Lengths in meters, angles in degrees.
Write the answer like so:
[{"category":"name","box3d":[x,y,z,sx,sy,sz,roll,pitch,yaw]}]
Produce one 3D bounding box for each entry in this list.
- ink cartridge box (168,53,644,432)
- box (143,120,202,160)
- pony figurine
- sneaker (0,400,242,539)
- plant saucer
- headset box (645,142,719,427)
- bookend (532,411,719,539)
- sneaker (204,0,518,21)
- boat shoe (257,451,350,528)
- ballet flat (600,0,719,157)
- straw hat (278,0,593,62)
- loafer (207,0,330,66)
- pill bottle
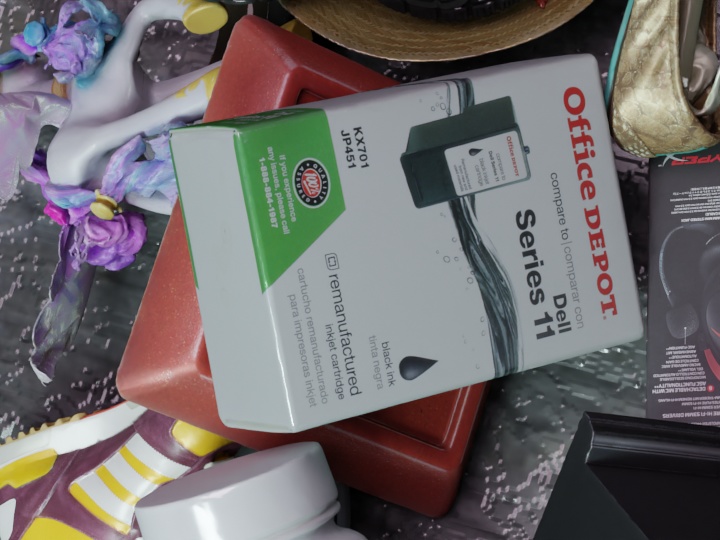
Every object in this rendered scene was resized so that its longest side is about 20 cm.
[{"category":"ink cartridge box","box3d":[0.025,-0.016,1.392,0.200,0.083,0.147,-14,97,-27]},{"category":"box","box3d":[-0.056,-0.013,1.545,0.041,0.039,0.200,-37,66,7]},{"category":"pony figurine","box3d":[-0.140,-0.060,1.504,0.200,0.167,0.193,-6,51,30]},{"category":"sneaker","box3d":[-0.101,0.108,1.504,0.200,0.075,0.090,-22,75,30]},{"category":"plant saucer","box3d":[0.000,0.000,1.447,0.037,0.199,0.200,-1,69,61]},{"category":"headset box","box3d":[0.216,0.037,1.414,0.148,0.075,0.200,-4,73,19]},{"category":"bookend","box3d":[0.144,0.200,1.296,0.199,0.092,0.200,51,127,54]},{"category":"sneaker","box3d":[0.001,-0.181,1.451,0.200,0.076,0.091,7,53,5]},{"category":"boat shoe","box3d":[-0.061,0.175,1.480,0.072,0.062,0.200,16,80,23]},{"category":"ballet flat","box3d":[0.164,-0.151,1.397,0.065,0.070,0.200,13,104,26]},{"category":"straw hat","box3d":[0.045,-0.166,1.524,0.201,0.085,0.201,-3,63,5]},{"category":"loafer","box3d":[-0.052,-0.172,1.571,0.071,0.073,0.200,2,75,21]},{"category":"pill bottle","box3d":[-0.033,0.191,1.400,0.113,0.113,0.200,-18,94,14]}]
